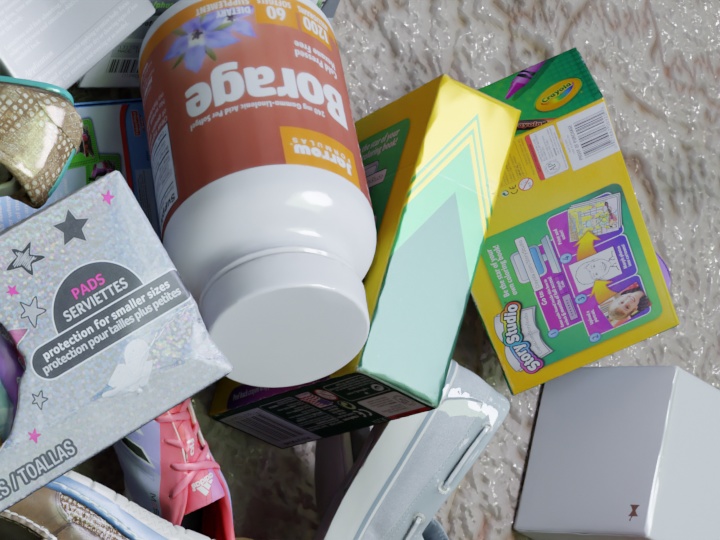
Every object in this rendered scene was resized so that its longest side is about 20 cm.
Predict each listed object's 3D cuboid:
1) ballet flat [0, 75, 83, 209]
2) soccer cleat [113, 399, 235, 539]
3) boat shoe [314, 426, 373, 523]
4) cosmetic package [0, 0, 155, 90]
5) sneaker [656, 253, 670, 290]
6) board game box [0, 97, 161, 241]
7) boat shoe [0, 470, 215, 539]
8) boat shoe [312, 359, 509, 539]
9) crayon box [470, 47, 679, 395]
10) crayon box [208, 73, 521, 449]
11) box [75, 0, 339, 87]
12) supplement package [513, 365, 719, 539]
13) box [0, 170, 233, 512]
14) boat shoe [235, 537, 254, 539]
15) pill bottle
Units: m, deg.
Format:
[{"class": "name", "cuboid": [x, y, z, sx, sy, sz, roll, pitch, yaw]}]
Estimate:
[{"class": "ballet flat", "cuboid": [-0.233, -0.065, 1.095, 0.071, 0.198, 0.066, 84, 14, -69]}, {"class": "soccer cleat", "cuboid": [-0.106, 0.087, 1.236, 0.067, 0.076, 0.201, -34, 130, -31]}, {"class": "boat shoe", "cuboid": [0.011, 0.164, 1.371, 0.057, 0.067, 0.202, -11, 109, -18]}, {"class": "cosmetic package", "cuboid": [-0.208, -0.174, 1.161, 0.201, 0.090, 0.107, 55, 50, -11]}, {"class": "sneaker", "cuboid": [0.145, -0.025, 1.516, 0.200, 0.083, 0.081, 36, 64, -37]}, {"class": "board game box", "cuboid": [-0.175, -0.012, 1.238, 0.199, 0.036, 0.153, -9, 94, -45]}, {"class": "boat shoe", "cuboid": [-0.141, 0.156, 1.190, 0.199, 0.072, 0.073, 21, 54, -11]}, {"class": "boat shoe", "cuboid": [0.019, 0.143, 1.285, 0.071, 0.070, 0.202, 27, 108, -3]}, {"class": "crayon box", "cuboid": [0.113, -0.026, 1.426, 0.118, 0.058, 0.201, -23, 130, 2]}, {"class": "crayon box", "cuboid": [0.000, 0.000, 1.290, 0.058, 0.200, 0.174, 25, 70, -20]}, {"class": "box", "cuboid": [-0.067, -0.191, 1.252, 0.155, 0.041, 0.201, -4, 133, -34]}, {"class": "supplement package", "cuboid": [0.217, 0.151, 1.553, 0.199, 0.116, 0.118, 28, 69, -40]}, {"class": "box", "cuboid": [-0.179, 0.051, 1.102, 0.199, 0.132, 0.115, -32, 93, -12]}, {"class": "boat shoe", "cuboid": [-0.096, 0.247, 1.277, 0.201, 0.070, 0.070, -54, 144, -26]}, {"class": "pill bottle", "cuboid": [-0.052, -0.045, 1.205, 0.112, 0.112, 0.201, 27, 38, -40]}]
